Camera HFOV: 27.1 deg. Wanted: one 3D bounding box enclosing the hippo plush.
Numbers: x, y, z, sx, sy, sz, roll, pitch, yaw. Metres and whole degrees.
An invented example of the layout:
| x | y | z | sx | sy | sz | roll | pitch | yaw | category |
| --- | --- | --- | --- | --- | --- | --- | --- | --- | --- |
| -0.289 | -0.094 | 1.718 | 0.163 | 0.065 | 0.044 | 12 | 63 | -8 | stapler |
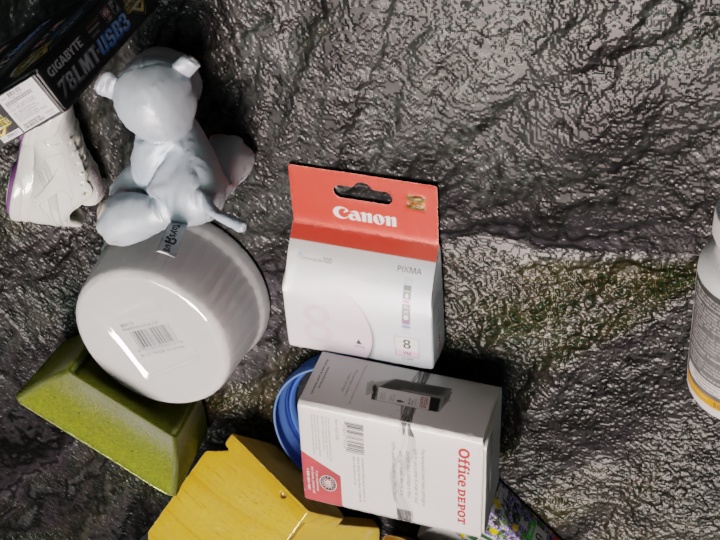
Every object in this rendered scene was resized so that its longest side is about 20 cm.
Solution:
| x | y | z | sx | sy | sz | roll | pitch | yaw | category |
| --- | --- | --- | --- | --- | --- | --- | --- | --- | --- |
| -0.198 | -0.119 | 1.402 | 0.157 | 0.201 | 0.162 | -19 | 112 | 9 | hippo plush |

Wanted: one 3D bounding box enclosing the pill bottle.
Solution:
| x | y | z | sx | sy | sz | roll | pitch | yaw | category |
| --- | --- | --- | --- | --- | --- | --- | --- | --- | --- |
| 0.352 | 0.030 | 1.321 | 0.115 | 0.117 | 0.202 | 9 | 130 | 16 | pill bottle |

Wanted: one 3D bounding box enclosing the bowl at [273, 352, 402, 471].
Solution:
| x | y | z | sx | sy | sz | roll | pitch | yaw | category |
| --- | --- | --- | --- | --- | --- | --- | --- | --- | --- |
| 0.002 | 0.170 | 1.636 | 0.198 | 0.040 | 0.203 | 12 | 131 | 14 | bowl |

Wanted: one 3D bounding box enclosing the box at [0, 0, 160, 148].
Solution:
| x | y | z | sx | sy | sz | roll | pitch | yaw | category |
| --- | --- | --- | --- | --- | --- | --- | --- | --- | --- |
| -0.303 | -0.179 | 1.379 | 0.197 | 0.201 | 0.050 | -19 | 118 | 35 | box |

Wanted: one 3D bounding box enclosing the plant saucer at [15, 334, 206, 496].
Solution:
| x | y | z | sx | sy | sz | roll | pitch | yaw | category |
| --- | --- | --- | --- | --- | --- | --- | --- | --- | --- |
| -0.258 | 0.142 | 1.644 | 0.198 | 0.200 | 0.048 | 33 | 105 | -4 | plant saucer |

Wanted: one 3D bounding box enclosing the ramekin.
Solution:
| x | y | z | sx | sy | sz | roll | pitch | yaw | category |
| --- | --- | --- | --- | --- | --- | --- | --- | --- | --- |
| -0.204 | 0.045 | 1.585 | 0.198 | 0.098 | 0.202 | 12 | 131 | 14 | ramekin |

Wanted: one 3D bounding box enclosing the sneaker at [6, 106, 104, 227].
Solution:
| x | y | z | sx | sy | sz | roll | pitch | yaw | category |
| --- | --- | --- | --- | --- | --- | --- | --- | --- | --- |
| -0.301 | -0.122 | 1.524 | 0.098 | 0.075 | 0.201 | 15 | 136 | -9 | sneaker |

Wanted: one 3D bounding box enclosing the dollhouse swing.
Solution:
| x | y | z | sx | sy | sz | roll | pitch | yaw | category |
| --- | --- | --- | --- | --- | --- | --- | --- | --- | --- |
| -0.110 | 0.310 | 1.735 | 0.181 | 0.175 | 0.201 | 42 | 106 | 20 | dollhouse swing |

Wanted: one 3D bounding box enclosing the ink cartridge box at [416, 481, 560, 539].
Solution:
| x | y | z | sx | sy | sz | roll | pitch | yaw | category |
| --- | --- | --- | --- | --- | --- | --- | --- | --- | --- |
| 0.171 | 0.327 | 1.680 | 0.200 | 0.051 | 0.109 | 44 | 130 | -13 | ink cartridge box |

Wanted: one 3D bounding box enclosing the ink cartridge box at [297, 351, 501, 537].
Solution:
| x | y | z | sx | sy | sz | roll | pitch | yaw | category |
| --- | --- | --- | --- | --- | --- | --- | --- | --- | --- |
| 0.043 | 0.179 | 1.542 | 0.197 | 0.083 | 0.148 | 11 | 131 | 15 | ink cartridge box |

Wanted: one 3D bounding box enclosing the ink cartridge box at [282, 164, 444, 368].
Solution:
| x | y | z | sx | sy | sz | roll | pitch | yaw | category |
| --- | --- | --- | --- | --- | --- | --- | --- | --- | --- |
| 0.000 | 0.000 | 1.496 | 0.160 | 0.057 | 0.202 | 9 | 134 | 17 | ink cartridge box |

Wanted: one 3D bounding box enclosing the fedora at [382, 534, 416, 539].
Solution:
| x | y | z | sx | sy | sz | roll | pitch | yaw | category |
| --- | --- | --- | --- | --- | --- | --- | --- | --- | --- |
| 0.085 | 0.381 | 1.689 | 0.200 | 0.082 | 0.201 | 35 | 161 | 14 | fedora |

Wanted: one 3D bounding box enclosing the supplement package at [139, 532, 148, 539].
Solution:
| x | y | z | sx | sy | sz | roll | pitch | yaw | category |
| --- | --- | --- | --- | --- | --- | --- | --- | --- | --- |
| -0.205 | 0.426 | 1.822 | 0.191 | 0.201 | 0.147 | 41 | 132 | -11 | supplement package |
